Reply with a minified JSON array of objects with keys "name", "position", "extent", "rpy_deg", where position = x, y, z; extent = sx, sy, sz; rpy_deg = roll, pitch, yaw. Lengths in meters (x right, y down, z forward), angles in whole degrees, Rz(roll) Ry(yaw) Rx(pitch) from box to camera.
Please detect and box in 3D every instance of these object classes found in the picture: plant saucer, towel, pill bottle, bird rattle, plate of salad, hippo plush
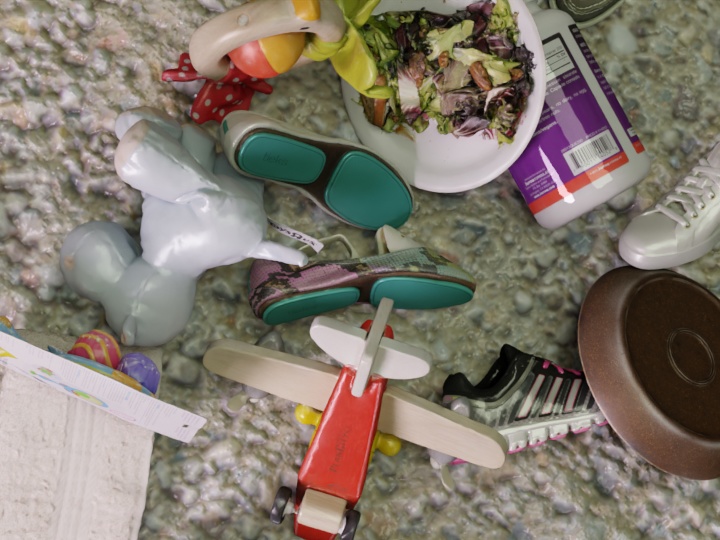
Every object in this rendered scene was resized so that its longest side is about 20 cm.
[{"name":"plant saucer","position":[0.275,0.080,1.437],"extent":[0.199,0.034,0.202],"rpy_deg":[16,57,-26]},{"name":"towel","position":[-0.238,0.152,1.367],"extent":[0.131,0.034,0.202],"rpy_deg":[8,80,-11]},{"name":"pill bottle","position":[0.160,-0.145,1.452],"extent":[0.112,0.112,0.201],"rpy_deg":[-28,88,-14]},{"name":"bird rattle","position":[-0.077,-0.189,1.368],"extent":[0.198,0.163,0.114],"rpy_deg":[-8,80,14]},{"name":"plate of salad","position":[0.062,-0.165,1.409],"extent":[0.048,0.199,0.202],"rpy_deg":[-16,83,-57]},{"name":"hippo plush","position":[-0.153,-0.020,1.376],"extent":[0.199,0.159,0.161],"rpy_deg":[38,102,1]}]

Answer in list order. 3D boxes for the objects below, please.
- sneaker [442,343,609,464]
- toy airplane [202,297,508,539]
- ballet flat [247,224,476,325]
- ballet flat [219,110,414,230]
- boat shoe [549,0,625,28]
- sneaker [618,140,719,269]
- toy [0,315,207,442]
[{"name":"sneaker","position":[0.156,0.099,1.435],"extent":[0.198,0.074,0.088],"rpy_deg":[-17,89,-10]},{"name":"toy airplane","position":[-0.005,0.109,1.367],"extent":[0.198,0.141,0.201],"rpy_deg":[-26,103,17]},{"name":"ballet flat","position":[0.000,0.000,1.427],"extent":[0.198,0.069,0.072],"rpy_deg":[-6,64,-12]},{"name":"ballet flat","position":[-0.037,-0.092,1.416],"extent":[0.199,0.069,0.070],"rpy_deg":[20,77,-38]},{"name":"boat shoe","position":[0.246,-0.304,1.518],"extent":[0.072,0.060,0.202],"rpy_deg":[42,76,-2]},{"name":"sneaker","position":[0.305,-0.076,1.478],"extent":[0.199,0.073,0.085],"rpy_deg":[-30,133,-22]},{"name":"toy","position":[-0.213,0.072,1.310],"extent":[0.198,0.115,0.048],"rpy_deg":[20,73,-8]}]
